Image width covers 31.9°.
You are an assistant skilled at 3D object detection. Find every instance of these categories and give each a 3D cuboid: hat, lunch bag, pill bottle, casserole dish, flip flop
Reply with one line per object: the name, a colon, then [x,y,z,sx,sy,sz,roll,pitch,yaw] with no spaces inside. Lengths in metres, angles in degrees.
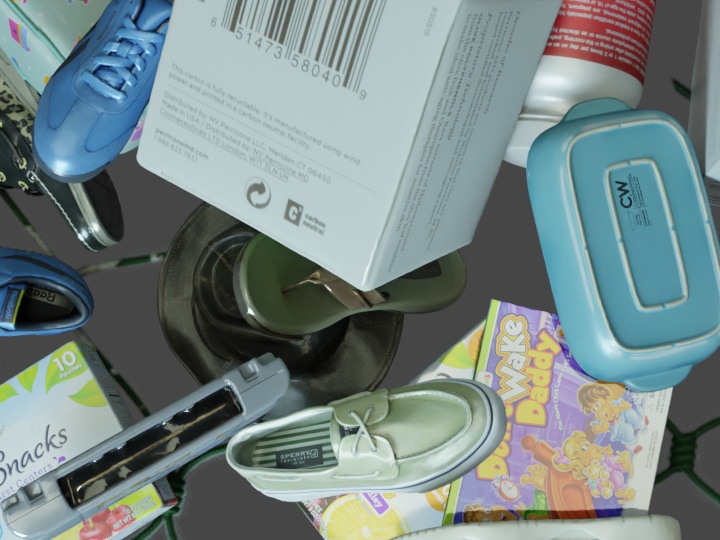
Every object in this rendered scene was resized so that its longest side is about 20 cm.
hat: [-0.065,0.020,0.937,0.198,0.081,0.203,-1,83,6]
lunch bag: [-0.193,-0.202,0.959,0.160,0.077,0.200,-37,82,-27]
pill bottle: [0.155,-0.176,0.916,0.111,0.112,0.202,9,85,8]
casserole dish: [0.183,-0.021,0.834,0.120,0.039,0.202,-11,83,-12]
flip flop: [0.000,0.000,0.893,0.198,0.057,0.082,-2,74,-32]

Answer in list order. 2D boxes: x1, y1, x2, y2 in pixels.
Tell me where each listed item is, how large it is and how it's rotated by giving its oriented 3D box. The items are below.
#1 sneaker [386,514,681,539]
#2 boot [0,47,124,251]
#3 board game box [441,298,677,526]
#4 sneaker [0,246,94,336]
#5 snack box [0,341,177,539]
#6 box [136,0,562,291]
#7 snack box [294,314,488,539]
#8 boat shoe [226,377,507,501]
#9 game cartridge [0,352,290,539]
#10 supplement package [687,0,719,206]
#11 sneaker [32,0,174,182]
sneaker: [0.108,0.217,0.794,0.198,0.077,0.112,-2,73,-3]
boot: [-0.287,-0.069,0.982,0.153,0.073,0.204,-35,75,5]
board game box: [0.132,0.134,0.866,0.133,0.045,0.202,12,83,5]
sneaker: [-0.292,0.010,0.921,0.198,0.078,0.067,9,99,-27]
snack box: [-0.259,0.166,0.952,0.199,0.053,0.143,-32,80,1]
box: [-0.008,-0.129,0.841,0.198,0.171,0.202,28,115,22]
snack box: [0.066,0.149,0.919,0.200,0.053,0.143,-40,83,0]
boat shoe: [0.001,0.118,0.852,0.199,0.062,0.073,-19,66,24]
game cartridge: [-0.143,0.123,0.851,0.199,0.133,0.042,-29,80,-16]
supplement package: [0.311,-0.145,0.849,0.146,0.200,0.193,7,85,7]
sneaker: [-0.157,-0.151,0.854,0.066,0.078,0.201,33,64,-6]
